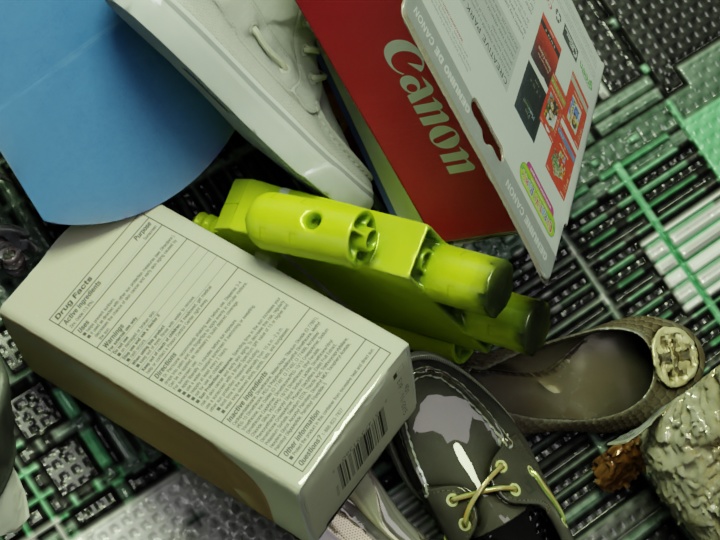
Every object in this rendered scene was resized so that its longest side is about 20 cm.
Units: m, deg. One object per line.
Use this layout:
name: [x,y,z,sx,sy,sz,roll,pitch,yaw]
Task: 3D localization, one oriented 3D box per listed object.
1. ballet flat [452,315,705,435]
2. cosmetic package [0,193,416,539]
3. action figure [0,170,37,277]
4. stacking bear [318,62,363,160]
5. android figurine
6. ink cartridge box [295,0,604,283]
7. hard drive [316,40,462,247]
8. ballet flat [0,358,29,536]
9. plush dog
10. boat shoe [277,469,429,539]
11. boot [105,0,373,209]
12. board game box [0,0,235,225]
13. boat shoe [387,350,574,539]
ballet flat: [0.120,0.064,1.106,0.199,0.046,0.068,-6,76,-19]
cosmetic package: [-0.080,0.046,0.994,0.199,0.071,0.105,30,66,22]
action figure: [-0.236,0.000,0.995,0.130,0.069,0.201,14,78,-39]
stacking bear: [-0.068,-0.132,1.075,0.200,0.114,0.122,38,96,-16]
android figurine: [0.000,0.000,1.022,0.199,0.182,0.041,14,76,28]
ink cartridge box: [0.045,-0.114,0.978,0.200,0.083,0.176,58,36,-38]
hard drive: [0.025,-0.119,1.074,0.132,0.025,0.201,-48,118,-50]
ballet flat: [-0.214,0.130,0.944,0.068,0.068,0.201,22,104,-43]
plush dog: [0.241,0.139,1.074,0.160,0.200,0.172,-37,78,14]
boat shoe: [0.006,0.168,1.036,0.073,0.074,0.200,-40,87,-5]
boot: [-0.037,-0.116,0.978,0.096,0.074,0.200,-49,125,-4]
board game box: [-0.143,-0.127,0.975,0.158,0.039,0.200,-40,124,-19]
boat shoe: [0.077,0.135,1.038,0.072,0.061,0.202,-32,99,-3]
